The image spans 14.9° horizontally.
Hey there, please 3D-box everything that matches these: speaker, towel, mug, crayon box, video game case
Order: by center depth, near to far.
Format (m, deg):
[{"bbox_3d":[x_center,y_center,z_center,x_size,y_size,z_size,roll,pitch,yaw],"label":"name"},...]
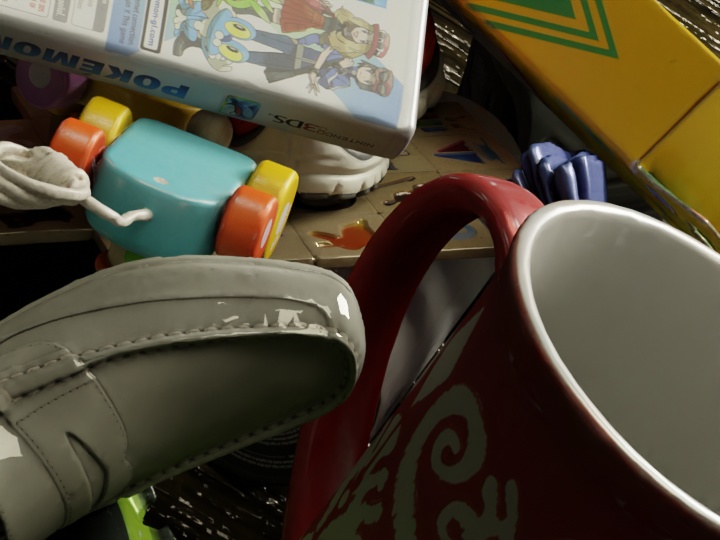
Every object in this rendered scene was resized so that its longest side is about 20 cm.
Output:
[{"bbox_3d":[0.041,0.085,0.799,0.133,0.200,0.178,28,30,-18],"label":"mug"},{"bbox_3d":[-0.060,-0.146,0.887,0.181,0.022,0.201,15,60,-14],"label":"video game case"},{"bbox_3d":[0.077,0.058,0.903,0.145,0.024,0.201,-15,99,-81],"label":"towel"},{"bbox_3d":[0.000,0.000,0.995,0.081,0.081,0.200,39,28,0],"label":"speaker"},{"bbox_3d":[0.090,-0.078,1.022,0.200,0.051,0.127,47,3,25],"label":"crayon box"}]

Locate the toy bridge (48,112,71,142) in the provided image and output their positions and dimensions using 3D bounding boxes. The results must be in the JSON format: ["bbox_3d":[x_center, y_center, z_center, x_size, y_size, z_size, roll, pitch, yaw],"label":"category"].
[{"bbox_3d":[-0.077,-0.092,1.035,0.067,0.027,0.200,8,24,-6],"label":"toy bridge"}]

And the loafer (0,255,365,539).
[{"bbox_3d":[-0.092,0.049,0.746,0.199,0.070,0.070,-16,45,-2],"label":"loafer"}]

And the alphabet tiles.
[{"bbox_3d":[-0.041,-0.036,0.962,0.199,0.006,0.166,-3,26,-19],"label":"alphabet tiles"}]

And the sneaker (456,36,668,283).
[{"bbox_3d":[0.082,-0.036,1.147,0.076,0.114,0.201,-4,69,-4],"label":"sneaker"}]

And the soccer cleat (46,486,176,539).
[{"bbox_3d":[-0.078,0.114,0.759,0.200,0.081,0.068,-120,-175,-64],"label":"soccer cleat"}]

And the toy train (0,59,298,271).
[{"bbox_3d":[-0.107,-0.040,0.856,0.150,0.056,0.200,6,24,-33],"label":"toy train"}]

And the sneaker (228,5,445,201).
[{"bbox_3d":[-0.006,-0.092,0.982,0.077,0.085,0.200,6,24,2],"label":"sneaker"}]
